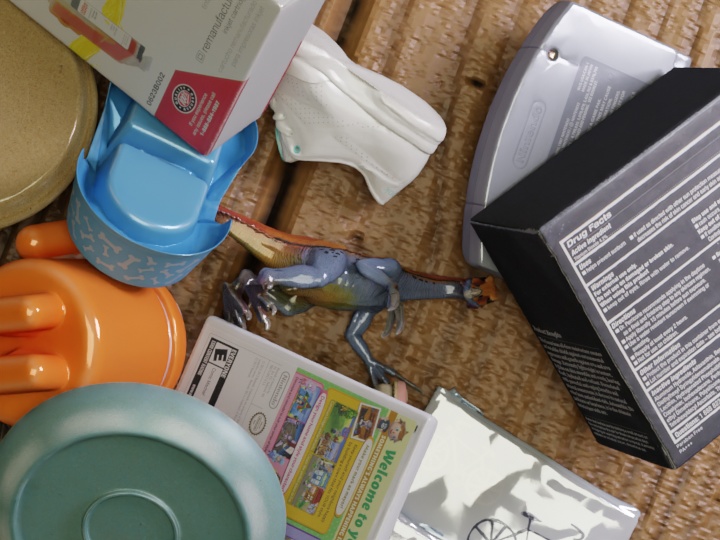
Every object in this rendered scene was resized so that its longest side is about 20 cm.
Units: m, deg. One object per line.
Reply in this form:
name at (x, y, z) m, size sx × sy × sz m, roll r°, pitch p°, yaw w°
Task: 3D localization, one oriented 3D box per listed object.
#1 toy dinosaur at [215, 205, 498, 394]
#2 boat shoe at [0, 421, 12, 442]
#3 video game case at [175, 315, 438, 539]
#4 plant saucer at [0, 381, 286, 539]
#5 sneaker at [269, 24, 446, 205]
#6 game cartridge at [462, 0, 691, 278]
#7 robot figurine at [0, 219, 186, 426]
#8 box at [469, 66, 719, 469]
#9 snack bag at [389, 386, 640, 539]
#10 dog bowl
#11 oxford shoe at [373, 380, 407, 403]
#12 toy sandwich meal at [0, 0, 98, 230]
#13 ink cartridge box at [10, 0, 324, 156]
toy dinosaur at (0.000, 0.000, 1.741) m, size 0.181 × 0.105 × 0.201 m, roll -17°, pitch 78°, yaw -27°
boat shoe at (-0.262, 0.129, 1.704) m, size 0.071 × 0.076 × 0.201 m, roll -12°, pitch 97°, yaw 19°
video game case at (-0.065, 0.156, 1.678) m, size 0.181 × 0.022 × 0.201 m, roll 23°, pitch 89°, yaw 22°
plant saucer at (-0.149, 0.164, 1.612) m, size 0.199 × 0.027 × 0.201 m, roll 2°, pitch 120°, yaw 4°
sneaker at (-0.042, -0.122, 1.748) m, size 0.200 × 0.075 × 0.089 m, roll 36°, pitch 107°, yaw -1°
game cartridge at (0.149, -0.082, 1.763) m, size 0.133 × 0.040 × 0.201 m, roll 22°, pitch 86°, yaw -27°
robot figurine at (-0.192, 0.047, 1.671) m, size 0.117 × 0.200 × 0.144 m, roll -46°, pitch 71°, yaw 17°
box at (0.218, -0.007, 1.714) m, size 0.200 × 0.123 × 0.199 m, roll -36°, pitch 108°, yaw -16°
snack bag at (0.086, 0.213, 1.776) m, size 0.188 × 0.021 × 0.201 m, roll 32°, pitch 86°, yaw -5°
dog bowl at (-0.138, -0.066, 1.684) m, size 0.111 × 0.201 × 0.050 m, roll 25°, pitch 130°, yaw -10°
oxford shoe at (-0.017, 0.165, 1.702) m, size 0.073 × 0.071 × 0.201 m, roll 17°, pitch 76°, yaw 3°
toy sandwich meal at (-0.280, -0.107, 1.720) m, size 0.204 × 0.070 × 0.207 m, roll 2°, pitch 78°, yaw -8°
ink cartridge box at (-0.135, -0.199, 1.672) m, size 0.200 × 0.145 × 0.083 m, roll 38°, pitch 40°, yaw 9°
